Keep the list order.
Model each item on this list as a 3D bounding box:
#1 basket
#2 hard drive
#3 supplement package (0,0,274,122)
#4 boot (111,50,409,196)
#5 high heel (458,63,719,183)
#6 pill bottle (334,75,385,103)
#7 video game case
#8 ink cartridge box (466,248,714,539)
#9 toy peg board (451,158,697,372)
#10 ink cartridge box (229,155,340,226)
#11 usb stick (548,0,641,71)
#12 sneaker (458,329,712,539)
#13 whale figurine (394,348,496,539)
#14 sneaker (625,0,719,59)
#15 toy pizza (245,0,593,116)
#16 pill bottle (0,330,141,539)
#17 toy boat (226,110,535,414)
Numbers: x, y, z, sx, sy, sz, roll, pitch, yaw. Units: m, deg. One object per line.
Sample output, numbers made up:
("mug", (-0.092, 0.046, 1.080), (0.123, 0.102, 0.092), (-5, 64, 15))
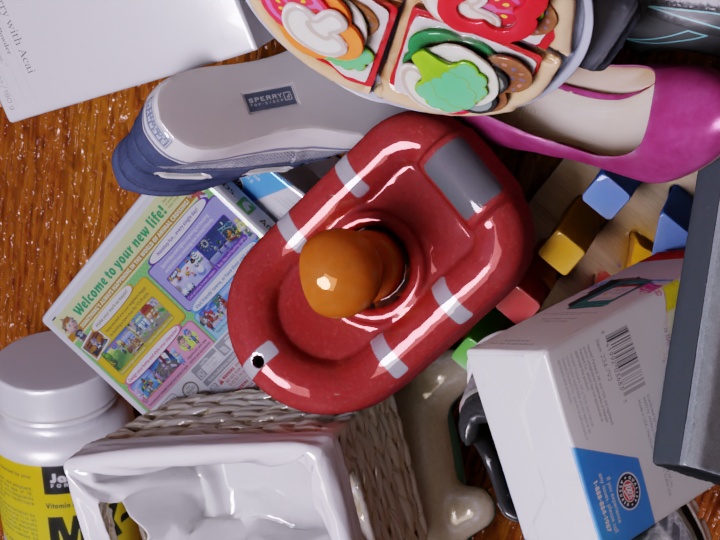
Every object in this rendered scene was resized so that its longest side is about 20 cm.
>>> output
("basket", (-0.069, 0.153, 0.978), (0.199, 0.123, 0.136), (-6, 107, 28))
("hard drive", (0.230, 0.024, 0.817), (0.139, 0.201, 0.033), (19, 166, -33))
("supplement package", (-0.141, -0.188, 0.948), (0.199, 0.120, 0.122), (-12, 108, 30))
("boot", (-0.057, -0.094, 0.940), (0.090, 0.199, 0.073), (-33, 69, 56))
("high heel", (0.123, -0.095, 0.831), (0.096, 0.200, 0.068), (15, 93, -26))
("pill bottle", (0.047, -0.199, 0.857), (0.113, 0.113, 0.200), (41, 126, 1))
("video game case", (-0.106, 0.037, 1.028), (0.182, 0.022, 0.200), (43, 126, -3))
("ink cartridge box", (0.166, 0.061, 0.831), (0.067, 0.200, 0.117), (-4, 106, 55))
("toy peg board", (0.173, 0.034, 0.928), (0.200, 0.098, 0.199), (38, 126, 2))
("ink cartridge box", (-0.081, -0.004, 1.049), (0.116, 0.067, 0.200), (37, 125, 3))
("usb stick", (0.056, -0.168, 0.786), (0.200, 0.033, 0.056), (26, 128, -11))
("sneaker", (0.128, 0.131, 0.887), (0.200, 0.087, 0.074), (48, 125, -4))
("whale figurine", (0.032, 0.141, 1.067), (0.159, 0.104, 0.201), (18, 99, 26))
("sneaker", (0.224, -0.166, 0.825), (0.199, 0.075, 0.079), (-3, 128, 34))
("toy pizza", (0.022, -0.140, 0.779), (0.199, 0.032, 0.200), (15, 150, 9))
("pill bottle", (-0.232, 0.156, 1.177), (0.114, 0.114, 0.201), (10, 120, 21))
("toy boat", (0.000, 0.000, 0.880), (0.200, 0.131, 0.131), (-44, 78, 19))
